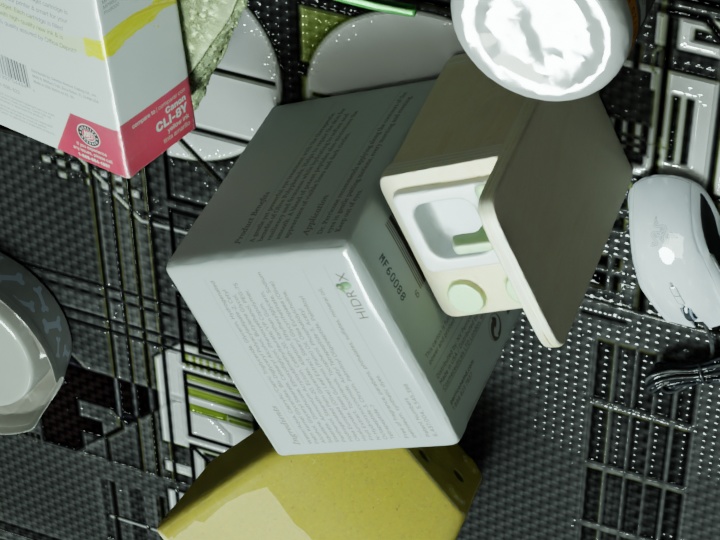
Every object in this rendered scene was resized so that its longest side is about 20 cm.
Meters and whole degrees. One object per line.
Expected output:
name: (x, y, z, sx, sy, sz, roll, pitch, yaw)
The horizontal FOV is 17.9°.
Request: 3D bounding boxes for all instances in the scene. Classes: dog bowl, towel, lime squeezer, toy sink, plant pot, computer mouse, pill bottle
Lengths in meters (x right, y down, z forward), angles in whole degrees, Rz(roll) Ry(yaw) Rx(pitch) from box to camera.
dog bowl: (-0.348, 0.055, 2.054, 0.199, 0.059, 0.201, 15, 136, 15)
towel: (-0.152, -0.208, 1.679, 0.148, 0.036, 0.200, 45, 145, 6)
lime squeezer: (-0.052, -0.232, 1.642, 0.200, 0.038, 0.071, 42, 105, -12)
toy sink: (0.096, -0.050, 1.600, 0.111, 0.200, 0.131, -9, 126, 31)
plant pot: (-0.013, 0.198, 1.892, 0.200, 0.194, 0.196, -41, 93, 16)
computer mouse: (0.241, 0.017, 1.701, 0.109, 0.044, 0.201, -1, 129, 31)
pill bottle: (0.140, -0.207, 1.427, 0.116, 0.200, 0.117, 16, 136, 16)

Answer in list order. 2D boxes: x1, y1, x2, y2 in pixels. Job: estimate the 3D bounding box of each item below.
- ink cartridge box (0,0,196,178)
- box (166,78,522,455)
ink cartridge box: (-0.206, -0.188, 1.653, 0.145, 0.083, 0.201, 24, 137, 33)
box: (0.000, 0.000, 1.702, 0.170, 0.199, 0.201, -6, 127, 33)
